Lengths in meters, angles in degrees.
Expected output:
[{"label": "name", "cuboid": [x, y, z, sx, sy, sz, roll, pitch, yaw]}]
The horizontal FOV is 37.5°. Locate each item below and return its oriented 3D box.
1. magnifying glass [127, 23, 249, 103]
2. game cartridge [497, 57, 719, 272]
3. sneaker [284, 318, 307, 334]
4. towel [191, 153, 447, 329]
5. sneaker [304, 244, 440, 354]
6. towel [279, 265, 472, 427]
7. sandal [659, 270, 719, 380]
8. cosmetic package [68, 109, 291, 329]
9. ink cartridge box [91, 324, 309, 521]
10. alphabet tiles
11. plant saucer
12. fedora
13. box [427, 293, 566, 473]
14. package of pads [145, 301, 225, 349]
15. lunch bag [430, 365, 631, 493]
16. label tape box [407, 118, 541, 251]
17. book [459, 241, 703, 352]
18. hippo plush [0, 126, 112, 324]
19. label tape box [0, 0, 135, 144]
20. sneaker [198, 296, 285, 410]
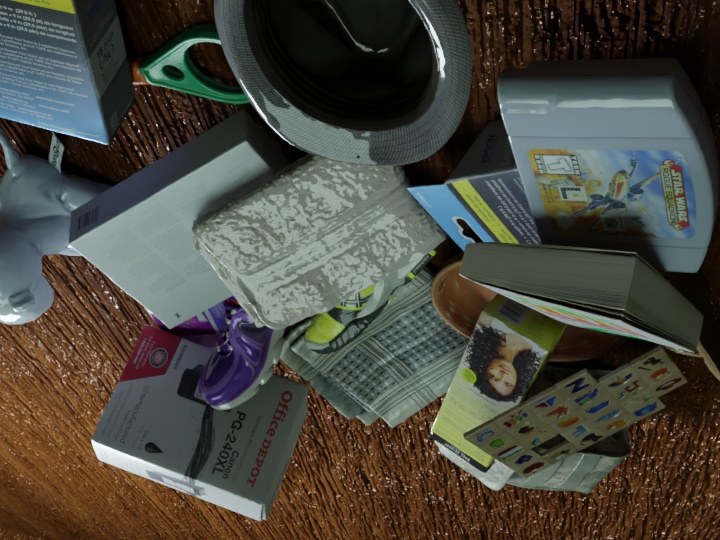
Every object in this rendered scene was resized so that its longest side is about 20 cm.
[{"label": "magnifying glass", "cuboid": [-0.162, -0.171, 0.893, 0.199, 0.023, 0.080, 0, 148, 26]}, {"label": "game cartridge", "cuboid": [0.180, -0.066, 0.740, 0.132, 0.042, 0.200, 8, 148, 28]}, {"label": "sneaker", "cuboid": [-0.041, 0.084, 1.218, 0.074, 0.083, 0.200, -2, 148, 28]}, {"label": "towel", "cuboid": [-0.040, -0.033, 0.935, 0.199, 0.035, 0.133, -29, 115, 16]}, {"label": "sneaker", "cuboid": [0.000, 0.000, 1.020, 0.076, 0.076, 0.200, 35, 118, -9]}, {"label": "towel", "cuboid": [0.033, 0.088, 1.145, 0.199, 0.035, 0.192, -32, 131, 19]}, {"label": "sandal", "cuboid": [0.296, 0.055, 0.981, 0.069, 0.078, 0.212, -11, 146, 33]}, {"label": "cosmetic package", "cuboid": [-0.146, -0.042, 0.990, 0.199, 0.052, 0.151, -27, 132, 16]}, {"label": "ink cartridge box", "cuboid": [-0.170, 0.167, 1.161, 0.199, 0.146, 0.083, 20, 154, 3]}, {"label": "alphabet tiles", "cuboid": [0.217, 0.138, 1.033, 0.199, 0.008, 0.167, -31, 145, 15]}, {"label": "plant saucer", "cuboid": [0.169, 0.027, 1.042, 0.199, 0.038, 0.201, 12, 150, 7]}, {"label": "fedora", "cuboid": [-0.004, -0.173, 0.720, 0.176, 0.091, 0.200, 3, 143, 22]}, {"label": "box", "cuboid": [0.131, 0.111, 1.041, 0.075, 0.050, 0.201, 31, 137, 16]}, {"label": "package of pads", "cuboid": [-0.178, 0.019, 1.163, 0.120, 0.076, 0.200, -8, 149, 5]}, {"label": "lunch bag", "cuboid": [0.186, 0.180, 1.203, 0.199, 0.118, 0.164, 6, 152, -3]}, {"label": "label tape box", "cuboid": [0.160, -0.062, 0.859, 0.199, 0.066, 0.143, -6, 143, 40]}, {"label": "book", "cuboid": [0.179, 0.020, 0.836, 0.133, 0.048, 0.200, 11, 175, 33]}, {"label": "hippo plush", "cuboid": [-0.329, -0.024, 1.098, 0.158, 0.162, 0.200, 16, 153, 2]}, {"label": "label tape box", "cuboid": [-0.267, -0.203, 0.831, 0.143, 0.064, 0.201, 15, 144, 10]}, {"label": "sneaker", "cuboid": [-0.121, 0.048, 1.094, 0.083, 0.201, 0.081, 20, -170, -47]}]
